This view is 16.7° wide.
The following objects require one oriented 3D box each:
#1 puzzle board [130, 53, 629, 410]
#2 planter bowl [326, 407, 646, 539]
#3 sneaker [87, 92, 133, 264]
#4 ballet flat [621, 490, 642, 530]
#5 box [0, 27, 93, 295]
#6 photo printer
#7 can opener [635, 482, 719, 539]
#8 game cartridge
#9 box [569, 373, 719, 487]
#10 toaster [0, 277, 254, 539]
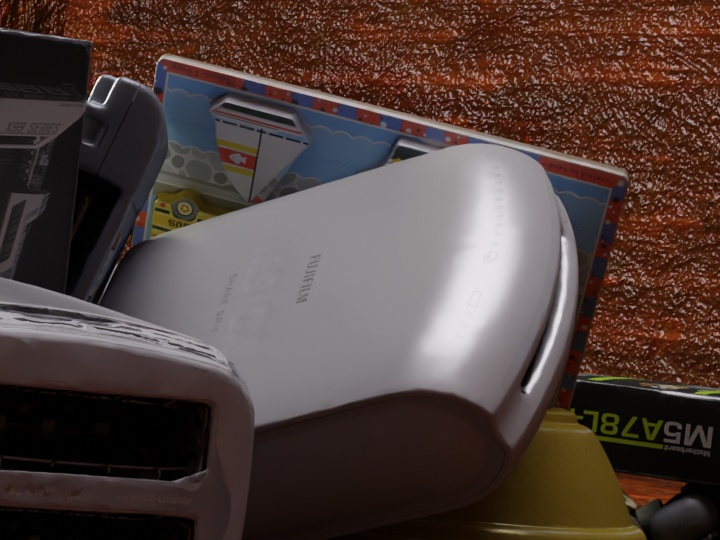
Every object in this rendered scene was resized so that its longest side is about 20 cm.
[{"bbox_3d":[0.000,0.000,1.033,0.199,0.151,0.017,14,34,5],"label":"puzzle board"},{"bbox_3d":[0.040,0.093,0.994,0.200,0.084,0.200,6,-2,0],"label":"planter bowl"},{"bbox_3d":[-0.155,-0.033,1.135,0.080,0.087,0.200,-15,20,4],"label":"sneaker"},{"bbox_3d":[0.100,0.110,1.159,0.067,0.046,0.200,28,-7,3],"label":"ballet flat"},{"bbox_3d":[-0.182,0.010,0.861,0.157,0.201,0.050,7,-3,-8],"label":"box"},{"bbox_3d":[-0.013,0.032,0.937,0.200,0.070,0.167,-15,33,24],"label":"photo printer"},{"bbox_3d":[0.158,0.133,1.175,0.066,0.053,0.200,-29,-7,4],"label":"can opener"},{"bbox_3d":[-0.128,0.022,0.961,0.041,0.200,0.133,25,-2,1],"label":"game cartridge"},{"bbox_3d":[0.157,0.078,1.186,0.193,0.048,0.200,9,0,26],"label":"box"},{"bbox_3d":[-0.120,0.059,0.759,0.200,0.114,0.129,9,1,-33],"label":"toaster"}]
